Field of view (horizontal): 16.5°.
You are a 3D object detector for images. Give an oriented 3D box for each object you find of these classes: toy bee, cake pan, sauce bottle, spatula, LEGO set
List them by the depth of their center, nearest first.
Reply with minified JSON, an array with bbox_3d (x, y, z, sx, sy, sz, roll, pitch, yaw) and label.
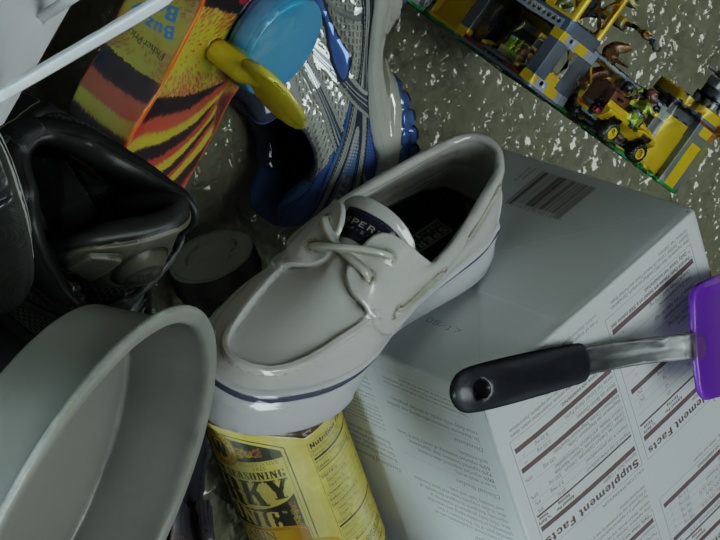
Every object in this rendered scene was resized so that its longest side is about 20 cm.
[{"bbox_3d":[-0.118,0.097,0.926,0.200,0.037,0.200,-58,165,-26],"label":"cake pan"},{"bbox_3d":[-0.067,-0.121,0.998,0.109,0.131,0.200,21,84,-64],"label":"toy bee"},{"bbox_3d":[0.114,0.039,1.097,0.200,0.021,0.057,-10,98,-37],"label":"spatula"},{"bbox_3d":[0.098,-0.136,1.113,0.154,0.200,0.116,32,96,-36],"label":"LEGO set"},{"bbox_3d":[-0.040,0.071,1.153,0.065,0.065,0.200,-38,126,-27],"label":"sauce bottle"}]

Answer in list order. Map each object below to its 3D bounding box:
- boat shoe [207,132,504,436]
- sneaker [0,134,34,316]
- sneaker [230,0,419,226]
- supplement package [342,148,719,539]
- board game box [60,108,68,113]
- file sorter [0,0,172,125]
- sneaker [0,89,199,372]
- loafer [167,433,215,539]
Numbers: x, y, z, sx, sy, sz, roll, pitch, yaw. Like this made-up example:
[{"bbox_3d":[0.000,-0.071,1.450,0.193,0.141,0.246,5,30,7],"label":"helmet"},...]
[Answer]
[{"bbox_3d":[0.000,0.000,1.067,0.200,0.072,0.066,-32,147,-42],"label":"boat shoe"},{"bbox_3d":[-0.169,-0.085,0.918,0.201,0.076,0.115,62,18,-20],"label":"sneaker"},{"bbox_3d":[-0.029,-0.105,1.091,0.085,0.077,0.200,-28,122,-28],"label":"sneaker"},{"bbox_3d":[0.082,0.072,1.202,0.151,0.152,0.200,-39,128,-26],"label":"supplement package"},{"bbox_3d":[-0.169,-0.026,1.025,0.200,0.023,0.105,12,95,-45],"label":"board game box"},{"bbox_3d":[-0.106,-0.177,0.860,0.139,0.124,0.200,46,42,-24],"label":"file sorter"},{"bbox_3d":[-0.108,0.013,1.002,0.076,0.114,0.200,-38,130,-24],"label":"sneaker"},{"bbox_3d":[-0.088,0.160,1.094,0.072,0.063,0.200,61,38,-57],"label":"loafer"}]
